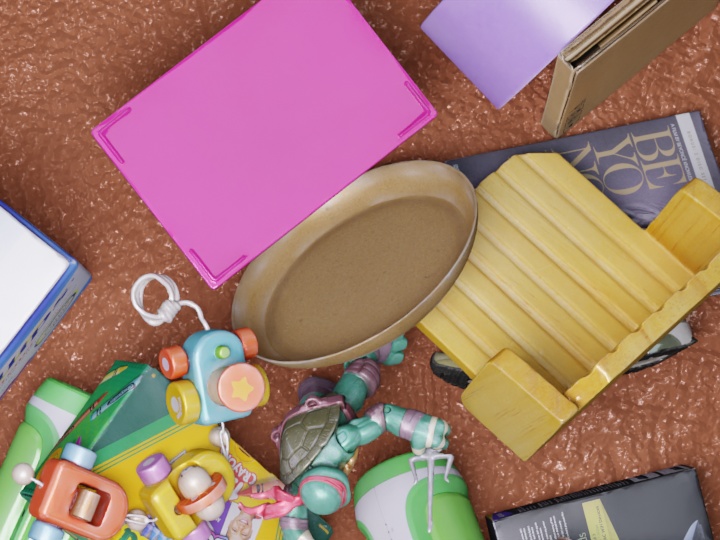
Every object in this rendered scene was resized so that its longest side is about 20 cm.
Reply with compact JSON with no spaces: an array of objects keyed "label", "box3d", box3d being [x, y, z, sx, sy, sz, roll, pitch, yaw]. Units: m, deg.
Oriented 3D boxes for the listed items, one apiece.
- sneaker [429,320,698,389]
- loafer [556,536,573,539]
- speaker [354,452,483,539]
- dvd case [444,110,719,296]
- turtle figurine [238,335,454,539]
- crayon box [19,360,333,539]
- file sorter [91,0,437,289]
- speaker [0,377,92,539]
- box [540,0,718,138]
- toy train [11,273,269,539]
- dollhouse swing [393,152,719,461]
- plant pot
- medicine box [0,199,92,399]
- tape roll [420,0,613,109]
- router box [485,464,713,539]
[{"label":"sneaker","box3d":[0.144,0.039,1.657,0.199,0.077,0.089,-10,75,-10]},{"label":"loafer","box3d":[0.220,0.230,1.598,0.199,0.073,0.071,24,76,-7]},{"label":"speaker","box3d":[0.061,0.232,1.586,0.088,0.089,0.201,-18,64,-5]},{"label":"dvd case","box3d":[0.175,-0.035,1.650,0.199,0.016,0.149,-11,63,-6]},{"label":"turtle figurine","box3d":[-0.011,0.125,1.543,0.149,0.200,0.101,-32,117,22]},{"label":"crayon box","box3d":[-0.127,0.170,1.578,0.200,0.058,0.119,44,69,-26]},{"label":"file sorter","box3d":[-0.070,-0.097,1.610,0.200,0.125,0.139,-38,89,-6]},{"label":"speaker","box3d":[-0.232,0.182,1.606,0.088,0.088,0.201,24,86,-3]},{"label":"box","box3d":[0.201,-0.172,1.598,0.163,0.200,0.021,-39,82,-5]},{"label":"toy train","box3d":[-0.135,0.109,1.503,0.150,0.056,0.201,33,75,-29]},{"label":"dollhouse swing","box3d":[0.136,-0.005,1.545,0.200,0.182,0.176,-39,82,-16]},{"label":"plant pot","box3d":[0.000,0.000,1.593,0.200,0.200,0.028,-38,121,-5]},{"label":"medicine box","box3d":[-0.283,0.041,1.550,0.103,0.200,0.182,37,86,-2]},{"label":"tape roll","box3d":[0.142,-0.213,1.595,0.200,0.200,0.085,-43,91,-5]},{"label":"router box","box3d":[0.192,0.259,1.650,0.157,0.052,0.201,-13,89,-4]}]
